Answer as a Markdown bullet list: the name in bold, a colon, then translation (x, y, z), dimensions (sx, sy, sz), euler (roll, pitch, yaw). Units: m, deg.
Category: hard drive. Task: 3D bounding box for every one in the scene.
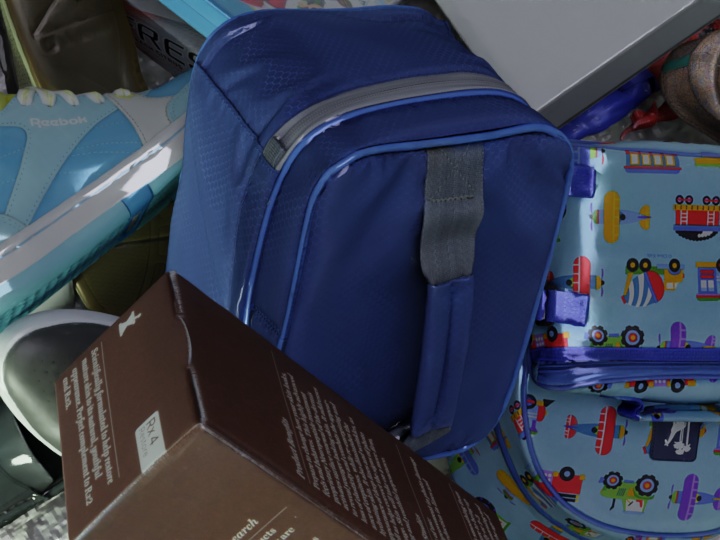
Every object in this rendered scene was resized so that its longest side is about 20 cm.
- **hard drive**: translation (0.091, -0.175, 0.825), dimensions (0.132, 0.026, 0.200), euler (-35, 58, 7)

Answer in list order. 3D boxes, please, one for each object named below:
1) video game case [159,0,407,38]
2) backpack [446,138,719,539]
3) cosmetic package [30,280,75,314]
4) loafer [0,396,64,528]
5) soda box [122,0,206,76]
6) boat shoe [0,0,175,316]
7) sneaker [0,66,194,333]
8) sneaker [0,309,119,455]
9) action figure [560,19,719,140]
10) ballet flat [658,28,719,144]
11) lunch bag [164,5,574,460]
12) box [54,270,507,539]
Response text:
- **video game case**: translation (-0.050, -0.164, 0.807), dimensions (0.143, 0.018, 0.200), euler (38, 32, 2)
- **backpack**: translation (0.132, 0.044, 0.786), dimensions (0.182, 0.134, 0.201), euler (6, 87, -17)
- **cosmetic package**: translation (-0.247, 0.021, 0.781), dimensions (0.200, 0.081, 0.113), euler (-37, 84, -12)
- **loafer**: translation (-0.167, 0.082, 0.783), dimensions (0.200, 0.070, 0.068), euler (-27, 82, -11)
- **soda box**: translation (-0.062, -0.122, 0.842), dimensions (0.200, 0.064, 0.068), euler (37, 77, 3)
- **boat shoe**: translation (-0.136, -0.071, 0.819), dimensions (0.071, 0.066, 0.202), euler (-19, 103, -19)
- **sneaker**: translation (-0.145, -0.070, 0.741), dimensions (0.131, 0.080, 0.200), euler (48, 60, 1)
- **sneaker**: translation (-0.074, 0.089, 0.733), dimensions (0.200, 0.099, 0.071), euler (40, 88, -31)
- **action figure**: translation (0.136, -0.100, 0.870), dimensions (0.199, 0.052, 0.066), euler (-25, 78, -13)
- **ballet flat**: translation (0.231, -0.069, 0.855), dimensions (0.200, 0.067, 0.068), euler (32, 73, -31)
- **lunch bag**: translation (0.000, 0.000, 0.707), dimensions (0.135, 0.201, 0.132), euler (-9, 38, -26)
- **box**: translation (-0.020, 0.100, 0.631), dimensions (0.075, 0.100, 0.200), euler (-41, 121, 13)
